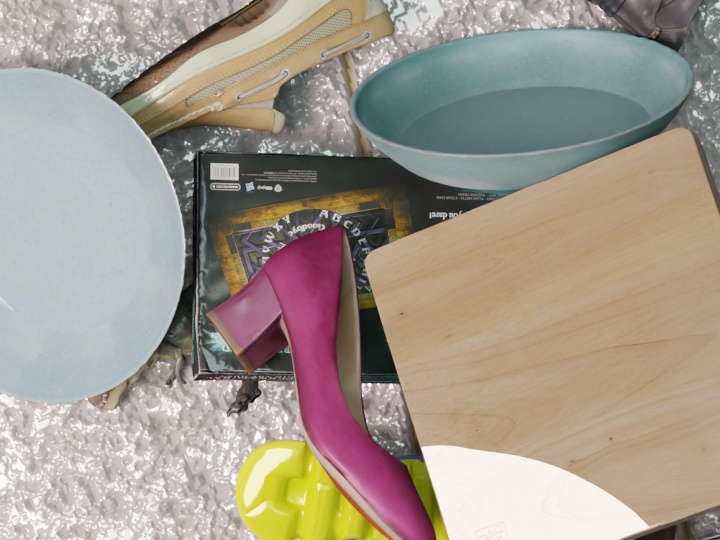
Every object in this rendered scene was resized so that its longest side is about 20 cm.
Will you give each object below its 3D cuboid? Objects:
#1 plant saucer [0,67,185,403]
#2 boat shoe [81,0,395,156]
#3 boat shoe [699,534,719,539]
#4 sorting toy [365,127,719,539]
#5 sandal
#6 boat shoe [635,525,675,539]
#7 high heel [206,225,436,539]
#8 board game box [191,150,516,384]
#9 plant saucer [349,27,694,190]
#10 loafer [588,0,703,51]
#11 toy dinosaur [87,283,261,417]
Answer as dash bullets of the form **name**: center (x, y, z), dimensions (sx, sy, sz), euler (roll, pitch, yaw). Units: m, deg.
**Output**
- **plant saucer**: center (-0.185, -0.023, 1.556), dimensions (0.200, 0.039, 0.202), euler (5, 103, 22)
- **boat shoe**: center (-0.070, -0.113, 1.570), dimensions (0.200, 0.072, 0.076), euler (-32, 102, 3)
- **boat shoe**: center (0.160, 0.189, 1.448), dimensions (0.199, 0.068, 0.074), euler (-17, 78, 35)
- **sorting toy**: center (0.129, 0.052, 1.443), dimensions (0.199, 0.070, 0.200), euler (-22, 76, 18)
- **sandal**: center (0.031, 0.134, 1.530), dimensions (0.199, 0.087, 0.080), euler (16, 99, 5)
- **boat shoe**: center (0.150, 0.178, 1.538), dimensions (0.071, 0.060, 0.201), euler (2, 85, 3)
- **high heel**: center (0.003, 0.065, 1.466), dimensions (0.096, 0.067, 0.200), euler (-37, 70, -5)
- **board game box**: center (0.000, 0.000, 1.549), dimensions (0.199, 0.028, 0.136), euler (2, 78, -9)
- **plant saucer**: center (0.094, -0.090, 1.512), dimensions (0.199, 0.200, 0.036), euler (-6, 115, 2)
- **loafer**: center (0.222, -0.220, 1.569), dimensions (0.072, 0.073, 0.200), euler (42, 97, -4)
- **toy dinosaur**: center (-0.073, 0.031, 1.568), dimensions (0.200, 0.047, 0.088), euler (-39, 78, -5)
